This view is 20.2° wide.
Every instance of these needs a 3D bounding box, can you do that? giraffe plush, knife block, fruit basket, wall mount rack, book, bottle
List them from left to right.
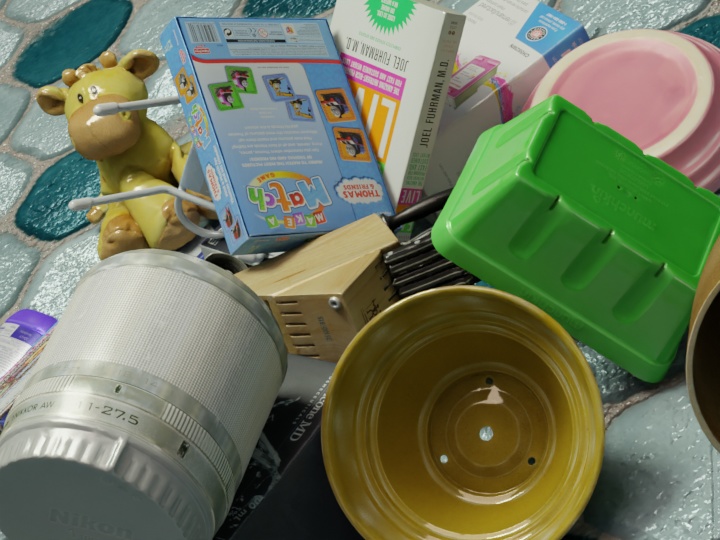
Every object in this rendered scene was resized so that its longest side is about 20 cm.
[{"bbox_3d":[-0.337,0.124,1.806,0.083,0.065,0.200,12,54,43],"label":"bottle"},{"bbox_3d":[-0.220,-0.124,1.933,0.172,0.162,0.200,-33,30,-8],"label":"giraffe plush"},{"bbox_3d":[-0.146,-0.088,1.717,0.174,0.200,0.075,19,44,-4],"label":"wall mount rack"},{"bbox_3d":[0.000,0.000,1.577,0.200,0.064,0.176,-3,29,36],"label":"knife block"},{"bbox_3d":[0.016,-0.133,1.686,0.134,0.048,0.200,28,109,47],"label":"book"},{"bbox_3d":[0.154,-0.014,1.491,0.215,0.216,0.156,-6,41,35],"label":"fruit basket"}]

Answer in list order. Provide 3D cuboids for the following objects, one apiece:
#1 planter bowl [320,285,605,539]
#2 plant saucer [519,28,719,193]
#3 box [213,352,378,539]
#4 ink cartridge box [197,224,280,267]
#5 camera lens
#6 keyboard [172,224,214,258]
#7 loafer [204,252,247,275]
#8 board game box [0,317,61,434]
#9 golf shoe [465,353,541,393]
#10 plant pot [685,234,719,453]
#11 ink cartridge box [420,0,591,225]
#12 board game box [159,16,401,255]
[{"bbox_3d":[0.079,0.114,1.411,0.200,0.083,0.201,-2,83,17],"label":"planter bowl"},{"bbox_3d":[0.216,-0.124,1.633,0.200,0.051,0.201,-13,49,15],"label":"plant saucer"},{"bbox_3d":[-0.091,0.167,1.491,0.196,0.124,0.200,9,51,44],"label":"box"},{"bbox_3d":[-0.070,-0.031,1.802,0.200,0.039,0.099,15,55,48],"label":"ink cartridge box"},{"bbox_3d":[-0.148,0.098,1.368,0.160,0.160,0.200,-10,40,32],"label":"camera lens"},{"bbox_3d":[-0.133,0.015,1.831,0.056,0.011,0.200,-30,33,-5],"label":"keyboard"},{"bbox_3d":[-0.118,0.021,1.683,0.070,0.070,0.200,-48,6,2],"label":"loafer"},{"bbox_3d":[-0.232,0.106,1.646,0.159,0.097,0.200,-46,11,-20],"label":"board game box"},{"bbox_3d":[0.086,0.057,1.530,0.200,0.078,0.097,11,47,46],"label":"golf shoe"},{"bbox_3d":[0.298,0.018,1.323,0.186,0.186,0.200,-24,20,13],"label":"plant pot"},{"bbox_3d":[0.100,-0.147,1.773,0.200,0.085,0.145,-39,34,-7],"label":"ink cartridge box"},{"bbox_3d":[-0.064,-0.111,1.627,0.037,0.151,0.200,-42,61,47],"label":"board game box"}]
